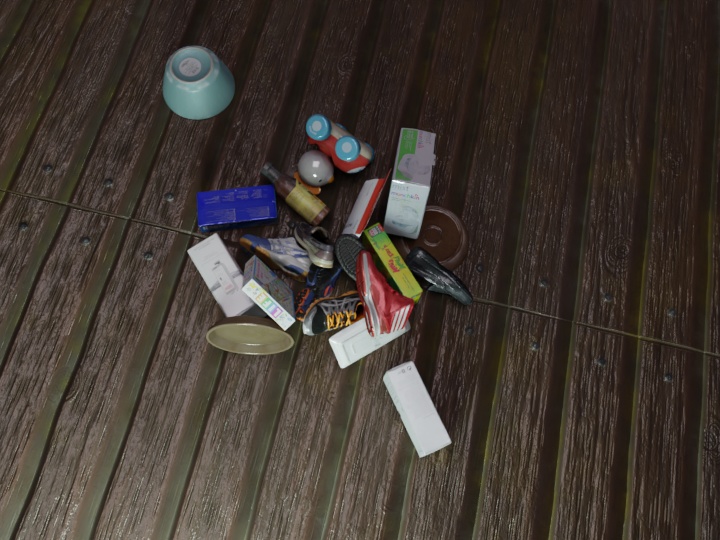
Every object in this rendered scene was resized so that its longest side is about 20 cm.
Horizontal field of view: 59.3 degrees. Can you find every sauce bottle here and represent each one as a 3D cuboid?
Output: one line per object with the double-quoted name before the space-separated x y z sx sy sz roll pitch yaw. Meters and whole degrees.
"sauce bottle" -0.167 -0.196 1.602 0.200 0.066 0.066 42 74 -6

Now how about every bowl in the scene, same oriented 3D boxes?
"bowl" -0.443 -0.522 1.702 0.199 0.105 0.203 1 71 -3

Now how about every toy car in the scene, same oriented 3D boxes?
"toy car" -0.086 -0.272 1.624 0.176 0.184 0.201 36 103 9

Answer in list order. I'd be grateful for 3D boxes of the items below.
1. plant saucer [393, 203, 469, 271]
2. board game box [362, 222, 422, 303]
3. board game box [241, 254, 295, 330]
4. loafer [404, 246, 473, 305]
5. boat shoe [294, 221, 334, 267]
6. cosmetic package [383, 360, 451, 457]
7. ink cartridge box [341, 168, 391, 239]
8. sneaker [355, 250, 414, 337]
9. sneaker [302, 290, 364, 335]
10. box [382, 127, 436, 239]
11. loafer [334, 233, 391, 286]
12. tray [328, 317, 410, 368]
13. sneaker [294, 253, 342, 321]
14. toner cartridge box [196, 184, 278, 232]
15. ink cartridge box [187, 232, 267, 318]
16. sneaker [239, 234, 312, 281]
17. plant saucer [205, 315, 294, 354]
"plant saucer" 0.184 -0.085 1.619 0.198 0.035 0.202 1 71 -3
"board game box" 0.075 -0.008 1.551 0.047 0.102 0.201 -29 75 -11
"board game box" -0.209 0.046 1.451 0.034 0.200 0.135 -42 107 6
"loafer" 0.192 0.023 1.558 0.200 0.068 0.071 39 104 -8
"boat shoe" -0.106 -0.076 1.536 0.071 0.200 0.065 14 112 -27
"cosmetic package" 0.127 0.318 1.445 0.073 0.102 0.201 -22 72 -9
"ink cartridge box" 0.006 -0.153 1.545 0.057 0.200 0.164 23 71 0
"sneaker" 0.058 0.049 1.465 0.114 0.078 0.202 -7 80 -13
"sneaker" -0.049 0.102 1.479 0.199 0.079 0.077 -24 34 -36
"box" 0.123 -0.214 1.553 0.096 0.177 0.201 10 50 2
"loafer" 0.000 0.000 1.536 0.073 0.071 0.201 -36 101 -9
"tray" 0.029 0.153 1.497 0.199 0.108 0.022 -29 39 -11
"sneaker" -0.099 0.043 1.541 0.075 0.079 0.201 23 68 21
"toner cartridge box" -0.314 -0.159 1.616 0.198 0.043 0.096 -6 72 -4
"ink cartridge box" -0.311 0.032 1.497 0.082 0.147 0.201 -32 76 -8
"sneaker" -0.201 -0.049 1.576 0.199 0.075 0.089 26 64 -3
"plant saucer" -0.249 0.147 1.435 0.198 0.201 0.030 2 63 -2
